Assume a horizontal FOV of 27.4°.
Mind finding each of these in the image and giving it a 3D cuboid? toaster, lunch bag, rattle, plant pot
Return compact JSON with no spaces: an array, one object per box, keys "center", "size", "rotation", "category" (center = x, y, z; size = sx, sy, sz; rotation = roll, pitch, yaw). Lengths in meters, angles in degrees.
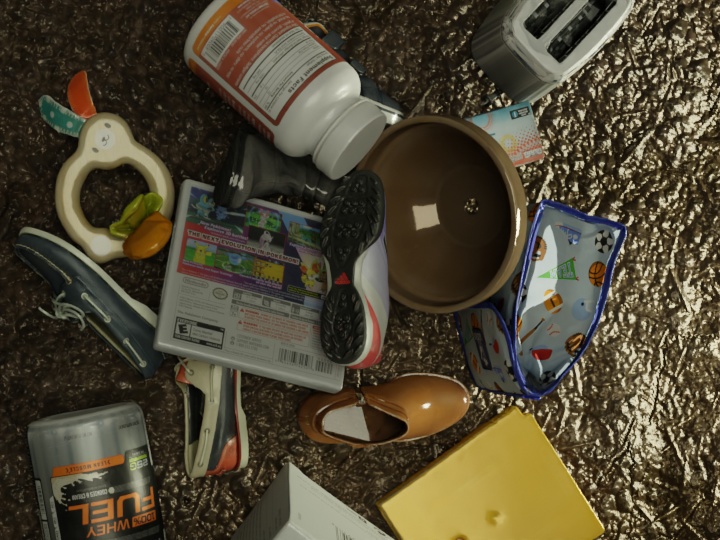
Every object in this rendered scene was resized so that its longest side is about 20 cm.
[{"center":[0.206,-0.267,1.611],"size":[0.114,0.129,0.200],"rotation":[45,80,-5],"category":"toaster"},{"center":[0.178,0.035,1.568],"size":[0.123,0.170,0.201],"rotation":[16,85,-12],"category":"lunch bag"},{"center":[-0.265,-0.108,1.505],"size":[0.129,0.143,0.201],"rotation":[-13,96,7],"category":"rattle"},{"center":[0.094,-0.061,1.515],"size":[0.093,0.200,0.202],"rotation":[-12,89,-54],"category":"plant pot"}]

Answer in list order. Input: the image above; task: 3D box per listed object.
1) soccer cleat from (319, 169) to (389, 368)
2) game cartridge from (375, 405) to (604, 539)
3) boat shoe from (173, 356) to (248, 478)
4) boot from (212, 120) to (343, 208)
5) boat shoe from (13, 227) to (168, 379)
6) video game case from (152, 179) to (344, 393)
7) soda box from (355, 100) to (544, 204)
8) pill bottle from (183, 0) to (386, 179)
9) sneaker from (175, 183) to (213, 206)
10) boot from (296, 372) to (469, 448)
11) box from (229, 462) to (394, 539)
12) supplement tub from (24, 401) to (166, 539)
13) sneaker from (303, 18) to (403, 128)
[{"center":[0.000,0.000,1.501],"size":[0.068,0.073,0.201],"rotation":[-2,79,25],"category":"soccer cleat"},{"center":[0.144,0.271,1.623],"size":[0.200,0.032,0.177],"rotation":[-34,94,-14],"category":"game cartridge"},{"center":[-0.162,0.116,1.541],"size":[0.062,0.071,0.201],"rotation":[-9,96,-27],"category":"boat shoe"},{"center":[-0.075,-0.095,1.513],"size":[0.131,0.200,0.070],"rotation":[23,111,-6],"category":"boot"},{"center":[-0.282,0.035,1.526],"size":[0.200,0.075,0.062],"rotation":[41,69,-16],"category":"boat shoe"},{"center":[-0.102,0.017,1.505],"size":[0.199,0.023,0.183],"rotation":[15,66,-19],"category":"video game case"},{"center":[0.095,-0.125,1.614],"size":[0.199,0.064,0.069],"rotation":[-17,92,-13],"category":"soda box"},{"center":[-0.073,-0.188,1.486],"size":[0.200,0.112,0.112],"rotation":[43,80,11],"category":"pill bottle"},{"center":[-0.126,-0.006,1.548],"size":[0.200,0.066,0.091],"rotation":[44,50,-8],"category":"sneaker"},{"center":[0.035,0.152,1.540],"size":[0.199,0.155,0.074],"rotation":[-8,90,-11],"category":"boot"},{"center":[-0.033,0.323,1.484],"size":[0.199,0.200,0.131],"rotation":[37,95,-8],"category":"box"},{"center":[-0.263,0.241,1.492],"size":[0.122,0.123,0.201],"rotation":[-11,90,-12],"category":"supplement tub"},{"center":[-0.037,-0.220,1.584],"size":[0.199,0.078,0.080],"rotation":[23,88,-8],"category":"sneaker"}]
